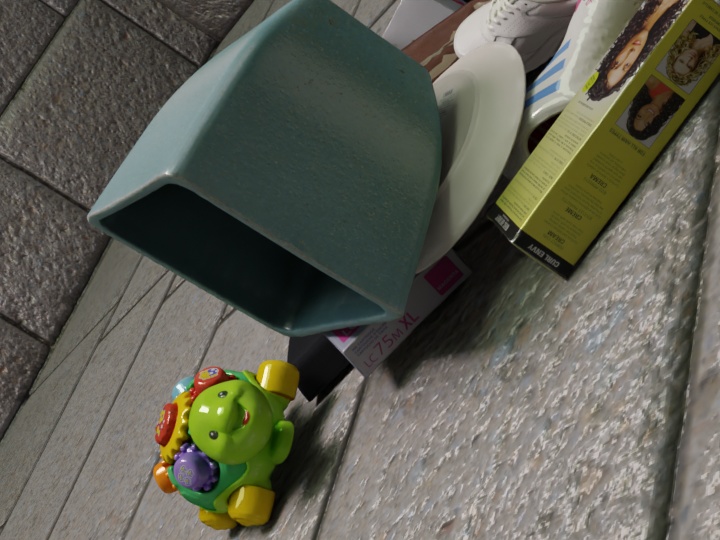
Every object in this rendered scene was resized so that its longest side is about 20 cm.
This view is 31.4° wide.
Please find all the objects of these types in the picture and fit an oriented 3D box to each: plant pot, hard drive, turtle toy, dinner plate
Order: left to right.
[{"bbox_3d":[-0.117,0.140,1.094,0.200,0.101,0.146,-27,48,61],"label":"turtle toy"},{"bbox_3d":[-0.054,-0.088,0.962,0.196,0.196,0.200,-15,48,61],"label":"plant pot"},{"bbox_3d":[-0.012,0.015,1.187,0.135,0.042,0.200,-46,19,32],"label":"hard drive"},{"bbox_3d":[0.058,-0.090,0.989,0.200,0.024,0.200,-46,29,35],"label":"dinner plate"}]

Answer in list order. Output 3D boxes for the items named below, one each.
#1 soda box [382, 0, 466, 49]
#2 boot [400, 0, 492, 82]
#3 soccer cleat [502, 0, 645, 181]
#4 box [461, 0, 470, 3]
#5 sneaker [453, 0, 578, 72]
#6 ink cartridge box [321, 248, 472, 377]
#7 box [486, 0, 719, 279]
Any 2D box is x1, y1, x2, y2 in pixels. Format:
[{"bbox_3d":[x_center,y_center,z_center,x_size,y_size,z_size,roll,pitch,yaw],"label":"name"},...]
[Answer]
[{"bbox_3d":[0.038,-0.201,1.342,0.200,0.064,0.068,-61,-3,24],"label":"soda box"},{"bbox_3d":[0.099,-0.245,1.159,0.200,0.064,0.186,-40,49,16],"label":"boot"},{"bbox_3d":[0.173,-0.142,0.926,0.200,0.070,0.086,-56,31,11],"label":"soccer cleat"},{"bbox_3d":[0.137,-0.354,1.410,0.137,0.040,0.200,-51,7,23],"label":"box"},{"bbox_3d":[0.137,-0.220,1.019,0.200,0.099,0.078,-19,61,46],"label":"sneaker"},{"bbox_3d":[0.000,0.000,1.071,0.119,0.042,0.200,-45,28,-2],"label":"ink cartridge box"},{"bbox_3d":[0.168,-0.095,0.855,0.200,0.050,0.075,-55,16,8],"label":"box"}]
